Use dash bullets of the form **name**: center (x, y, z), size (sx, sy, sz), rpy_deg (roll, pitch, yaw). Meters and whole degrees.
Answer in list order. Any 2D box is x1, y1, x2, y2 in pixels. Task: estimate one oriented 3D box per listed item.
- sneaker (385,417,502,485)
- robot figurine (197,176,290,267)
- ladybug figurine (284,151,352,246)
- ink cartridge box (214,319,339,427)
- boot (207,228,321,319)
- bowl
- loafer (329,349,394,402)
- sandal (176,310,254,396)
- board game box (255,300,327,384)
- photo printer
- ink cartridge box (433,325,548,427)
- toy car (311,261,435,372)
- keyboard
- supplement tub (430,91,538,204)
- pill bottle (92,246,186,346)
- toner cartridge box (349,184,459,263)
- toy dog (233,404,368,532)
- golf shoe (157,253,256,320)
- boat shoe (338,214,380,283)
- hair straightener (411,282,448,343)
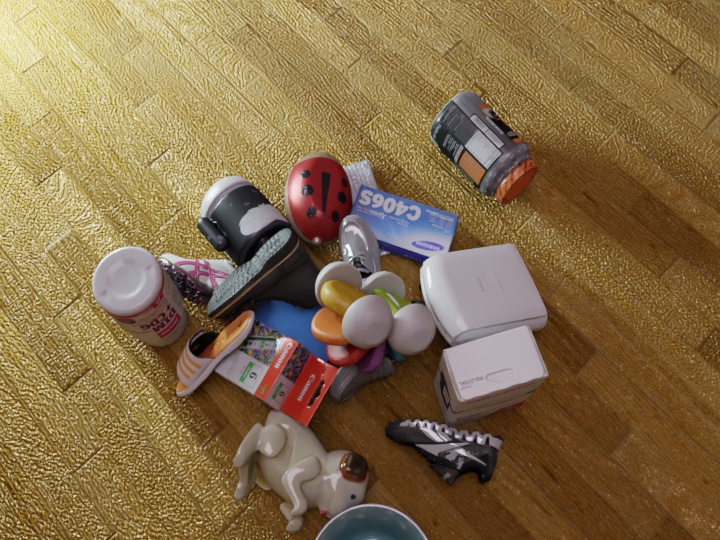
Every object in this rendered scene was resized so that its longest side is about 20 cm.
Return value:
- **sneaker**: center (0.133, 0.298, 1.131), size (0.194, 0.067, 0.093), rpy_deg (11, 66, 3)
- **robot figurine**: center (-0.206, -0.078, 1.261), size (0.125, 0.150, 0.200), rpy_deg (-44, 69, -1)
- **ladybug figurine**: center (-0.074, -0.140, 1.293), size (0.132, 0.072, 0.205), rpy_deg (7, 62, -18)
- **ink cartridge box**: center (-0.139, 0.161, 1.132), size (0.197, 0.050, 0.111), rpy_deg (21, 72, 38)
- **boot**: center (-0.151, 0.045, 1.184), size (0.198, 0.139, 0.078), rpy_deg (-37, 31, 9)
- **bowl**: center (0.017, 0.464, 1.047), size (0.194, 0.106, 0.207), rpy_deg (0, 68, 1)
- **loafer**: center (0.029, 0.155, 1.190), size (0.069, 0.070, 0.200), rpy_deg (39, 73, 25)
- **sandal**: center (-0.258, 0.125, 1.165), size (0.206, 0.059, 0.080), rpy_deg (-44, 25, 21)
- **board game box**: center (-0.120, 0.128, 1.222), size (0.153, 0.039, 0.205), rpy_deg (7, 68, 15)
- **photo printer**: center (0.205, 0.042, 1.198), size (0.194, 0.070, 0.170), rpy_deg (-7, 58, -19)
- **ink cartridge box**: center (0.200, 0.174, 1.107), size (0.141, 0.201, 0.086), rpy_deg (-15, 68, -5)
- **toy car**: center (0.011, 0.089, 1.105), size (0.196, 0.153, 0.175), rpy_deg (12, 20, -31)
- **keyboard**: center (0.016, -0.120, 1.332), size (0.055, 0.011, 0.205), rpy_deg (-15, 68, -4)
- **supplement tub**: center (0.234, -0.229, 1.310), size (0.121, 0.123, 0.201), rpy_deg (-36, 72, -13)
- **pill bottle**: center (-0.363, 0.052, 1.171), size (0.110, 0.201, 0.117), rpy_deg (-1, 67, 2)
- **toner cartridge box**: center (0.076, -0.081, 1.286), size (0.195, 0.043, 0.097), rpy_deg (18, 72, 8)
- **toy dog**: center (-0.083, 0.321, 1.108), size (0.196, 0.142, 0.195), rpy_deg (22, 36, 11)
- **golf shoe**: center (-0.274, 0.016, 1.260), size (0.196, 0.073, 0.093), rpy_deg (25, 50, 5)
- **boat shoe**: center (0.000, 0.000, 1.227), size (0.070, 0.068, 0.206), rpy_deg (-7, 86, 8)
- **hair straightener**: center (0.175, 0.101, 1.230), size (0.197, 0.041, 0.078), rpy_deg (29, 72, 8)
